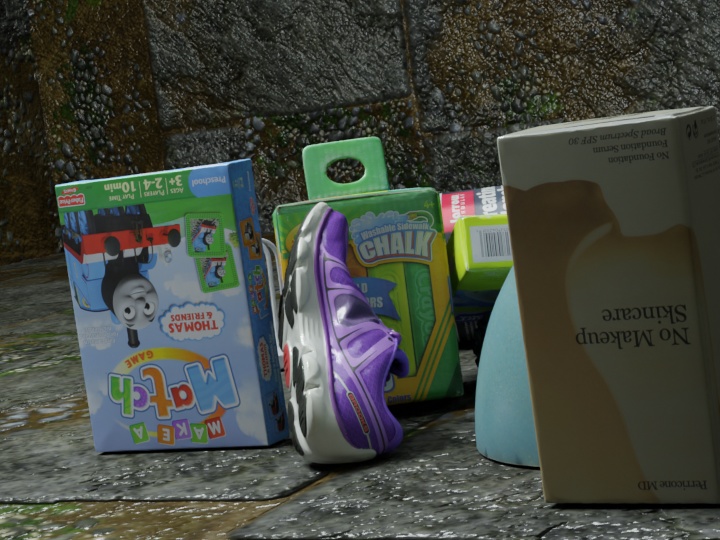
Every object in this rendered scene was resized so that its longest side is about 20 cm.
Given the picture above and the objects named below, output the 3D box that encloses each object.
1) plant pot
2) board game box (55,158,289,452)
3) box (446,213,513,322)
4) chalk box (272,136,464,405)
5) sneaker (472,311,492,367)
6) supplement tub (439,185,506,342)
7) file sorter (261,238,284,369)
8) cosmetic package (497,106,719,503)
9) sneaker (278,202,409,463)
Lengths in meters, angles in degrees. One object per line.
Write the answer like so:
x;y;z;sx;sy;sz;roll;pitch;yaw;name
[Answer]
0.165;0.034;1.003;0.200;0.135;0.200;-7;5;1;plant pot
-0.136;0.028;1.149;0.151;0.200;0.037;-6;7;26;board game box
0.123;0.000;1.228;0.122;0.048;0.200;-4;-13;-5;box
0.000;0.000;1.209;0.125;0.200;0.124;-8;1;-4;chalk box
0.184;0.045;1.201;0.200;0.077;0.085;-2;3;42;sneaker
0.125;-0.008;1.472;0.200;0.141;0.140;-7;5;6;supplement tub
-0.155;0.034;1.537;0.139;0.125;0.200;-9;5;-16;file sorter
0.142;0.019;0.843;0.105;0.200;0.071;-6;6;29;cosmetic package
-0.010;0.045;1.081;0.083;0.200;0.081;3;-36;-13;sneaker
